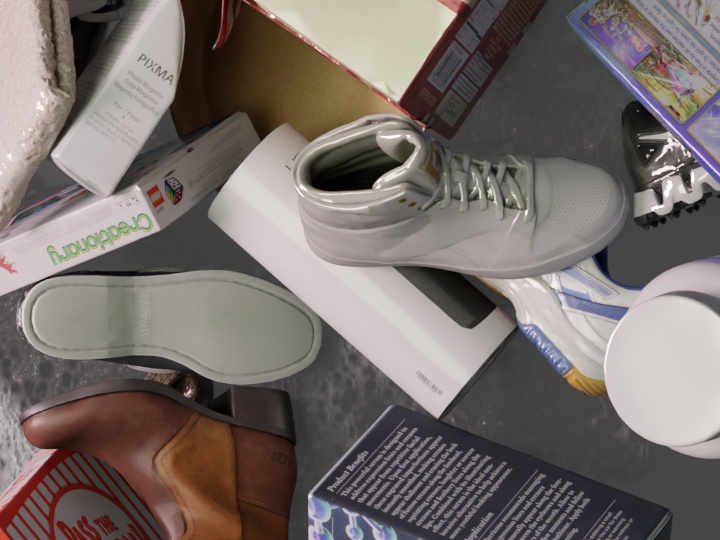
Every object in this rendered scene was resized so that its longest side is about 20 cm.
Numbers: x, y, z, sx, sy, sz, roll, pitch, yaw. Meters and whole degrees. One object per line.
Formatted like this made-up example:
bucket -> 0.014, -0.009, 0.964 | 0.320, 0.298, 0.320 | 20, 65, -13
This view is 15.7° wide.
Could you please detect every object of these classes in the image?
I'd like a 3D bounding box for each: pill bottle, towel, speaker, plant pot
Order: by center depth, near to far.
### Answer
pill bottle -> 0.212, 0.047, 1.483 | 0.111, 0.200, 0.113 | 3, 97, 27
speaker -> 0.000, 0.000, 1.636 | 0.200, 0.081, 0.081 | 41, 112, 6
towel -> -0.220, -0.135, 1.652 | 0.133, 0.034, 0.201 | -56, 32, 39
plant pot -> -0.036, -0.130, 1.692 | 0.199, 0.027, 0.202 | 3, 97, 28

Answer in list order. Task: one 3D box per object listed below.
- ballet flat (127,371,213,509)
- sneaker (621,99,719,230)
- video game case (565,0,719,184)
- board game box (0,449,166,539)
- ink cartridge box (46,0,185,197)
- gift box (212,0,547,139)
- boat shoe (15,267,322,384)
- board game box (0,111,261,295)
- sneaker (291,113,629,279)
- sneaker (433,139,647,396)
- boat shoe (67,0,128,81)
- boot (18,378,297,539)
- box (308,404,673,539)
ballet flat -> -0.159, 0.148, 1.772 | 0.067, 0.046, 0.201 | 34, 109, 21
sneaker -> 0.235, -0.097, 1.532 | 0.199, 0.066, 0.091 | -22, 87, 30
video game case -> 0.247, -0.135, 1.482 | 0.181, 0.045, 0.200 | -42, 61, 3
board game box -> -0.163, 0.216, 1.691 | 0.046, 0.152, 0.200 | -35, 98, 25
ink cartridge box -> -0.130, -0.144, 1.656 | 0.057, 0.163, 0.200 | 39, 87, -13
gift box -> 0.001, -0.192, 1.553 | 0.186, 0.185, 0.200 | 37, 89, 14
boat shoe -> -0.125, 0.031, 1.702 | 0.199, 0.060, 0.076 | 10, 92, -14
board game box -> -0.170, -0.037, 1.694 | 0.199, 0.126, 0.035 | -20, 103, 39
sneaker -> 0.058, -0.045, 1.533 | 0.198, 0.116, 0.074 | -5, 70, 6
sneaker -> 0.109, -0.018, 1.614 | 0.088, 0.075, 0.200 | -44, 76, 6
boat shoe -> -0.185, -0.187, 1.742 | 0.065, 0.073, 0.201 | 30, 119, 25
boot -> -0.126, 0.176, 1.673 | 0.068, 0.187, 0.202 | -33, 56, 58
box -> 0.076, 0.196, 1.594 | 0.199, 0.107, 0.149 | 19, 129, 25
